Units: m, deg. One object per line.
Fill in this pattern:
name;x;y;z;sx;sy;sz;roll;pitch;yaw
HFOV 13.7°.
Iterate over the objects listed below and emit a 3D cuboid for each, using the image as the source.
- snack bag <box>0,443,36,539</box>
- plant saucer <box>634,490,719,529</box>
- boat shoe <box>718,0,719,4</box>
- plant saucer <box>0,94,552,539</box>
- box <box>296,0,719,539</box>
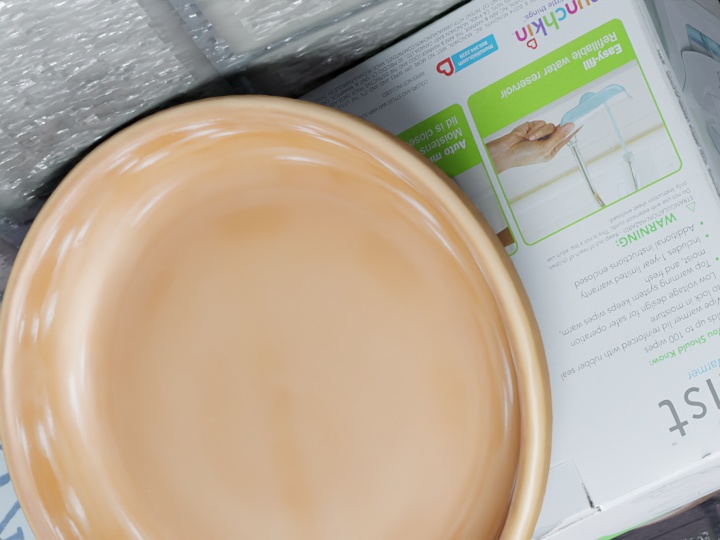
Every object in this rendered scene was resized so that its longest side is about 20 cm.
snack bag;-0.077;0.095;1.121;0.200;0.189;0.021;-18;154;-3
plant saucer;0.079;0.035;1.171;0.200;0.200;0.035;-28;-150;23
boat shoe;0.160;-0.039;1.077;0.066;0.074;0.200;-6;126;-23
plant saucer;-0.027;0.041;0.975;0.200;0.200;0.037;-28;175;26
box;0.050;0.010;1.022;0.200;0.177;0.097;-28;167;23
